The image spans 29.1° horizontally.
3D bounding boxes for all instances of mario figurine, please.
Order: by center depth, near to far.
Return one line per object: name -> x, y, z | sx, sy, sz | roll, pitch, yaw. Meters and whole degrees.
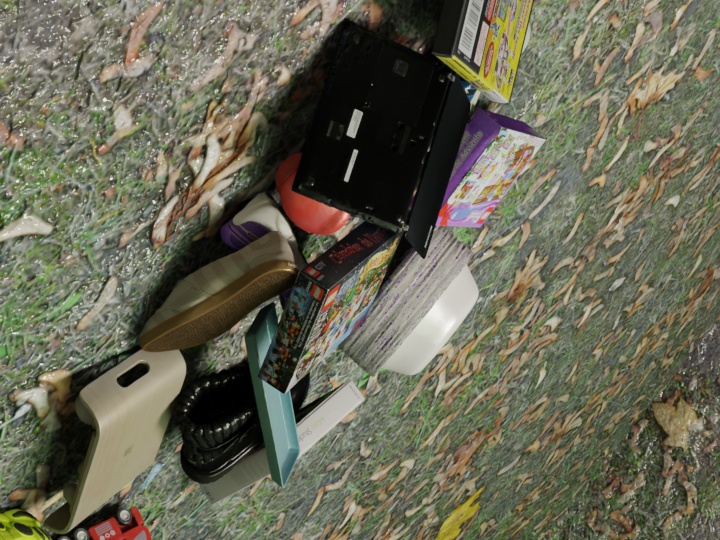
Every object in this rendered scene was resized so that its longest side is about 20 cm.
mario figurine -> -0.036, -0.099, 1.472 | 0.200, 0.104, 0.126 | -13, 103, -67

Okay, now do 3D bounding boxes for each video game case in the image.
video game case -> 0.137, -0.290, 1.414 | 0.180, 0.025, 0.203 | 20, 83, -64

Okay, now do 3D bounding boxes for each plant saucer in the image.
plant saucer -> -0.096, 0.138, 1.518 | 0.070, 0.019, 0.203 | -63, 149, -56

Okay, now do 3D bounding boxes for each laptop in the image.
laptop -> 0.028, -0.128, 1.420 | 0.103, 0.198, 0.180 | 0, -109, 68

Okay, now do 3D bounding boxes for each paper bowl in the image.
paper bowl -> 0.070, 0.048, 1.722 | 0.201, 0.104, 0.201 | -52, 179, -1

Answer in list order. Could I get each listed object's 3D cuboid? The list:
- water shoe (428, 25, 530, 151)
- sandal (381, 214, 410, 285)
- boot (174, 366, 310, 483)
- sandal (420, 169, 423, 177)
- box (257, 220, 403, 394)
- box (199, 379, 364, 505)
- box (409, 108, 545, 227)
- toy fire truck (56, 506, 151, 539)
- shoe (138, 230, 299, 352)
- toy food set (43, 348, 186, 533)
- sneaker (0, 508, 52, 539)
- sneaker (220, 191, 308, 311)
water shoe -> 0.101, -0.222, 1.523 | 0.201, 0.071, 0.079 | -50, 134, -6
sandal -> 0.000, 0.000, 1.668 | 0.199, 0.055, 0.082 | -30, 150, -36
boot -> -0.129, 0.142, 1.592 | 0.211, 0.079, 0.159 | -48, 163, -29
sandal -> 0.099, -0.131, 1.651 | 0.076, 0.048, 0.200 | -51, 156, 6
box -> -0.028, 0.031, 1.478 | 0.200, 0.037, 0.138 | -40, 157, -57
box -> -0.099, 0.213, 1.715 | 0.199, 0.037, 0.144 | -32, -176, 46
box -> 0.138, -0.116, 1.616 | 0.138, 0.039, 0.200 | -54, 163, 14
toy fire truck -> -0.304, 0.367, 1.580 | 0.199, 0.142, 0.049 | -20, 164, -47
shoe -> -0.148, 0.025, 1.420 | 0.198, 0.054, 0.070 | -29, 153, 21
toy food set -> -0.270, 0.175, 1.485 | 0.143, 0.060, 0.202 | -37, 157, -51
sneaker -> -0.387, 0.287, 1.414 | 0.084, 0.074, 0.200 | -52, 156, 0
sneaker -> -0.102, -0.008, 1.490 | 0.083, 0.081, 0.201 | -29, 144, -3
